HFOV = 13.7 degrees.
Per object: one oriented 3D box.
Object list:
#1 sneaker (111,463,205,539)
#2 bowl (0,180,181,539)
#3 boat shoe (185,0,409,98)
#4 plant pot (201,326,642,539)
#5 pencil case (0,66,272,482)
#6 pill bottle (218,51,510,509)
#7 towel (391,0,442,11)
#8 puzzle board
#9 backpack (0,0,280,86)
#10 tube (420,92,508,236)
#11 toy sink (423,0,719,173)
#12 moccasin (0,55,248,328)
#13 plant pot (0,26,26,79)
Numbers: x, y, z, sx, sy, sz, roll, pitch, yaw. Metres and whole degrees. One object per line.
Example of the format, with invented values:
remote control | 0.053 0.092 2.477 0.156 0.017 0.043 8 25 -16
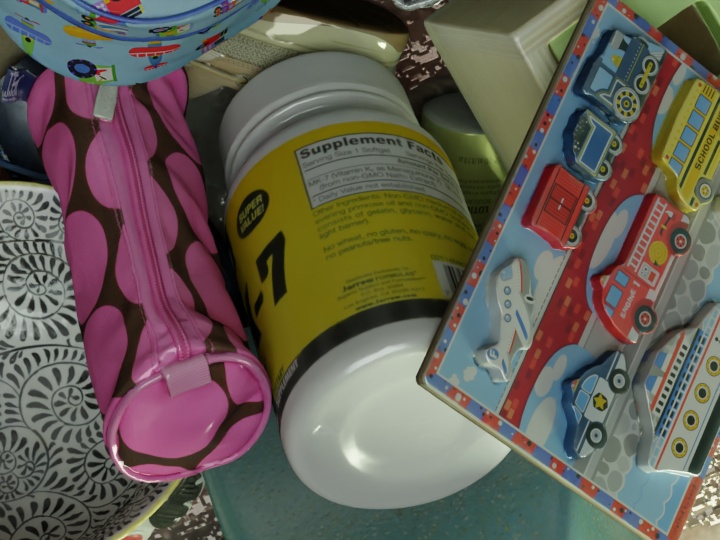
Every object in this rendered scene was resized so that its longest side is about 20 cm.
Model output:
sneaker | -0.151 0.116 1.526 0.080 0.084 0.200 17 134 -43
bowl | -0.167 0.067 1.411 0.200 0.202 0.094 0 154 -1
boat shoe | -0.079 -0.111 1.437 0.199 0.072 0.065 12 111 -12
plant pot | 0.041 0.137 1.438 0.195 0.200 0.196 -21 131 7
pencil case | -0.097 -0.010 1.340 0.090 0.201 0.094 -6 146 -20
pill bottle | 0.000 0.000 1.371 0.114 0.201 0.115 -9 136 -9
towel | 0.084 -0.191 1.357 0.199 0.166 0.086 -19 115 6
puzzle board | 0.122 0.000 1.314 0.150 0.017 0.201 34 69 -24
backpack | -0.101 -0.186 1.288 0.182 0.134 0.201 -32 100 -15
tube | 0.049 0.012 1.501 0.058 0.052 0.201 21 120 29
toy sink | 0.146 -0.067 1.411 0.130 0.112 0.201 -35 110 -14
moccasin | -0.117 -0.036 1.465 0.080 0.068 0.200 -40 107 14
plant pot | -0.264 -0.106 1.388 0.199 0.187 0.188 -24 111 -3
